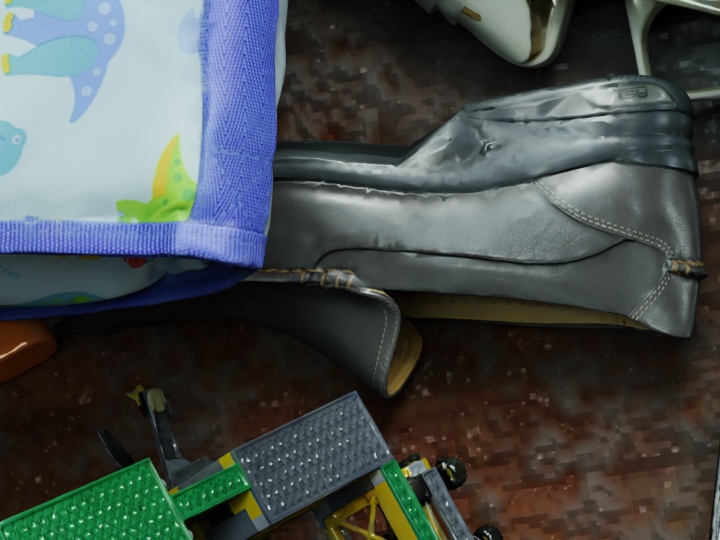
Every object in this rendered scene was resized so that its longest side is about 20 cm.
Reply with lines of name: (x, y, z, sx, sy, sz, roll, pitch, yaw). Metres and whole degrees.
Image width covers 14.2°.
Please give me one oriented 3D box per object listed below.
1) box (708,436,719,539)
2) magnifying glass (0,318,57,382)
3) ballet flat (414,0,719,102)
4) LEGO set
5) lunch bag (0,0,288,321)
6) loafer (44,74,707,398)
box: (0.195, 0.050, 0.771, 0.198, 0.046, 0.160, 4, 75, 13)
magnifying glass: (-0.145, -0.056, 0.890, 0.079, 0.022, 0.201, -29, 69, 2)
ballet flat: (0.070, -0.082, 0.829, 0.198, 0.067, 0.063, 9, 99, 16)
LEGO set: (-0.053, 0.120, 0.751, 0.116, 0.200, 0.154, -34, 91, 37)
lunch bag: (-0.088, -0.078, 0.746, 0.199, 0.127, 0.172, -4, 81, 46)
loafer: (0.000, 0.000, 0.815, 0.199, 0.073, 0.073, -12, 81, 17)
